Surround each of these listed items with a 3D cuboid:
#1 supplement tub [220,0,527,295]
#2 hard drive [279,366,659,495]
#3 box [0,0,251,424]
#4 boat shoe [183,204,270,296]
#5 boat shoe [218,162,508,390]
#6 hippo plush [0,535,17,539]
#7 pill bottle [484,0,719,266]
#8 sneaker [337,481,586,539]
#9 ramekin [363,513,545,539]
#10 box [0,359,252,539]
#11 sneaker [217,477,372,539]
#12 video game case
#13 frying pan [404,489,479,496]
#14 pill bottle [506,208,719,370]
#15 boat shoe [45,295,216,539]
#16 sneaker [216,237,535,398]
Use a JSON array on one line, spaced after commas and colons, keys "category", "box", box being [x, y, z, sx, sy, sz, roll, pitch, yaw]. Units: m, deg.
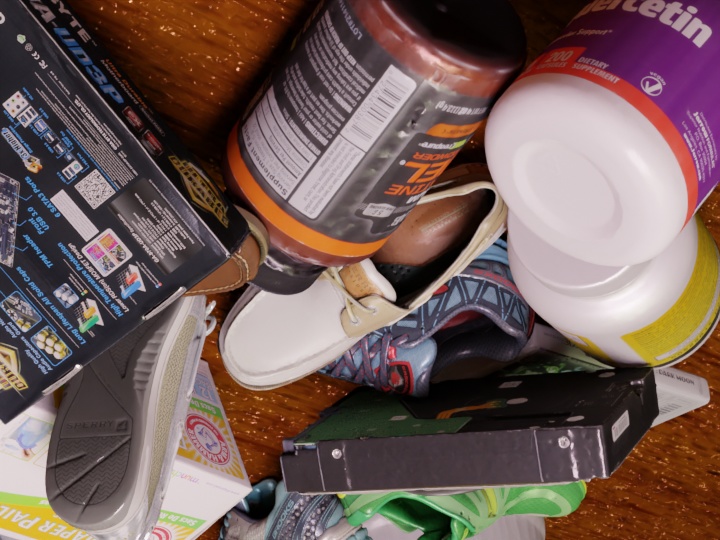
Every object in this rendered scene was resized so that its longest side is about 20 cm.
[{"category": "supplement tub", "box": [-0.005, -0.075, 0.992, 0.107, 0.107, 0.200, 10, 135, -33]}, {"category": "hard drive", "box": [0.068, 0.097, 1.117, 0.200, 0.038, 0.140, -5, -171, 21]}, {"category": "box", "box": [-0.176, -0.046, 0.908, 0.159, 0.046, 0.200, -36, 100, 21]}, {"category": "boat shoe", "box": [-0.149, -0.001, 0.988, 0.200, 0.068, 0.072, 2, 139, 15]}, {"category": "boat shoe", "box": [0.000, 0.000, 1.089, 0.200, 0.075, 0.068, -37, 180, 0]}, {"category": "hippo plush", "box": [-0.253, 0.166, 1.150, 0.200, 0.161, 0.159, 4, 119, 15]}, {"category": "pill bottle", "box": [0.159, -0.101, 0.963, 0.200, 0.112, 0.113, -48, 157, -32]}, {"category": "sneaker", "box": [0.065, 0.157, 1.280, 0.200, 0.084, 0.074, 8, 151, -27]}, {"category": "ramekin", "box": [0.055, 0.254, 1.426, 0.200, 0.098, 0.201, -9, 147, -6]}, {"category": "box", "box": [-0.177, 0.095, 1.124, 0.101, 0.113, 0.200, -41, 139, 20]}, {"category": "sneaker", "box": [-0.065, 0.194, 1.344, 0.078, 0.086, 0.200, -30, 177, -40]}, {"category": "video game case", "box": [0.108, 0.097, 1.287, 0.182, 0.023, 0.200, 18, 146, -39]}, {"category": "frying pan", "box": [0.090, 0.106, 1.214, 0.190, 0.115, 0.031, -19, 107, -33]}, {"category": "pill bottle", "box": [0.149, -0.008, 1.096, 0.111, 0.111, 0.200, -27, 161, 11]}, {"category": "boat shoe", "box": [-0.124, 0.056, 1.039, 0.074, 0.202, 0.065, -3, 151, 18]}, {"category": "sneaker", "box": [0.012, 0.035, 1.147, 0.200, 0.096, 0.079, -14, 142, -8]}]
